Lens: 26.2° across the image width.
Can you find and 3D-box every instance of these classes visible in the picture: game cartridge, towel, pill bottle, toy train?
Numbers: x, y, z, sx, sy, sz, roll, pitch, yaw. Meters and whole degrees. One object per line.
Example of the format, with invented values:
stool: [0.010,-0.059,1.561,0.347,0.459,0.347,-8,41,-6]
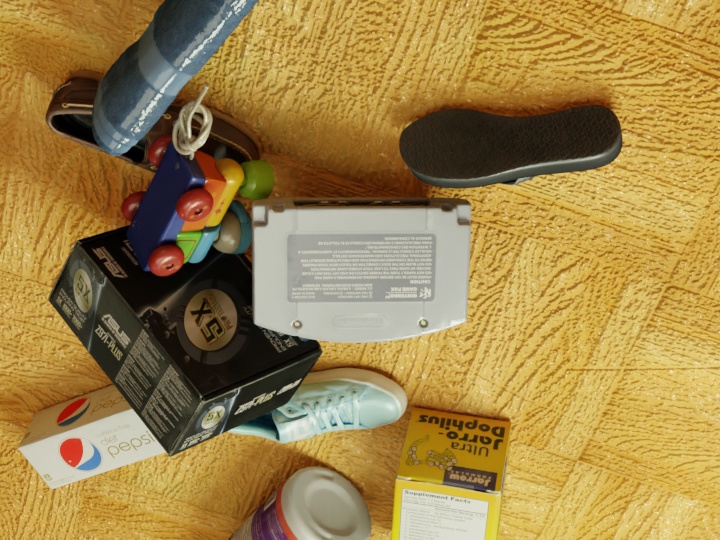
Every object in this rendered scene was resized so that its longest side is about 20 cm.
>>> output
game cartridge: [0.000,0.000,1.417,0.199,0.041,0.134,0,106,-4]
towel: [-0.161,-0.194,1.326,0.048,0.112,0.200,36,110,-24]
pill bottle: [-0.085,0.313,1.711,0.111,0.112,0.200,33,127,-13]
toy train: [-0.125,-0.085,1.388,0.115,0.085,0.200,-3,138,-38]

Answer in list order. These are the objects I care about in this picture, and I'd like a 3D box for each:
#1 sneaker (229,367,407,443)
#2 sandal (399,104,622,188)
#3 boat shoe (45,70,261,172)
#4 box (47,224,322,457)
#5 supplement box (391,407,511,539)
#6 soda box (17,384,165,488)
sneaker: [-0.053,0.151,1.601,0.199,0.082,0.074,-1,127,13]
sandal: [0.133,-0.104,1.379,0.199,0.076,0.043,0,153,14]
boat shoe: [-0.193,-0.121,1.438,0.199,0.070,0.071,17,125,-2]
box: [-0.163,0.051,1.450,0.200,0.164,0.086,49,130,19]
supplement box: [0.093,0.259,1.631,0.108,0.110,0.200,8,128,7]
soda box: [-0.268,0.169,1.675,0.200,0.064,0.068,-20,119,24]
